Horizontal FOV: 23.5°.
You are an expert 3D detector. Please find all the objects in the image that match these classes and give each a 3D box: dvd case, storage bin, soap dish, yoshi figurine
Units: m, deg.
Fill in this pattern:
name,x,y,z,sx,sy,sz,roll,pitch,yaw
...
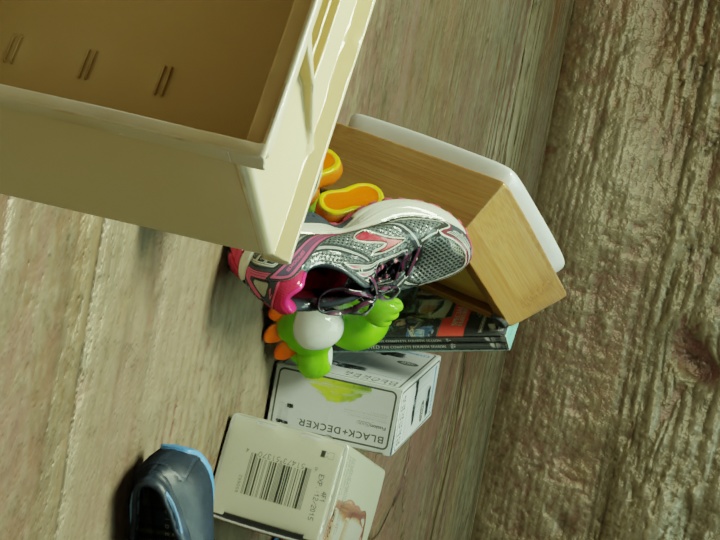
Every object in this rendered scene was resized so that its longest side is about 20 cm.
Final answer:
name,x,y,z,sx,sy,sz,roll,pitch,yaw
dvd case,0.052,0.016,1.526,0.146,0.200,0.022,-67,147,-44
storage bin,-0.096,-0.124,0.628,0.094,0.200,0.199,81,24,-64
soap dish,0.061,-0.040,1.449,0.081,0.200,0.157,-54,139,-16
yoshi figurine,-0.016,-0.001,1.406,0.112,0.112,0.200,-75,173,-48

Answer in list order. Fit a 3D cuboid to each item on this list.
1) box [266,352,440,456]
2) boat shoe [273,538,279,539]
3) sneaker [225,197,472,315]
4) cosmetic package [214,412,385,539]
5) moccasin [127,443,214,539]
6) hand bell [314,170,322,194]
name,x,y,z,sx,sy,sz,roll,pitch,yaw
box,-0.002,0.108,1.558,0.200,0.116,0.060,-23,124,-75
boat shoe,-0.056,0.292,1.600,0.084,0.069,0.200,73,31,-67
sneaker,0.000,0.000,1.286,0.200,0.075,0.081,-8,129,-32
cosmetic package,-0.050,0.183,1.437,0.200,0.103,0.087,49,55,-74
moccasin,-0.136,0.216,1.152,0.068,0.080,0.200,-37,124,-66
hand bell,-0.074,-0.079,1.142,0.200,0.104,0.104,-90,-169,-84
